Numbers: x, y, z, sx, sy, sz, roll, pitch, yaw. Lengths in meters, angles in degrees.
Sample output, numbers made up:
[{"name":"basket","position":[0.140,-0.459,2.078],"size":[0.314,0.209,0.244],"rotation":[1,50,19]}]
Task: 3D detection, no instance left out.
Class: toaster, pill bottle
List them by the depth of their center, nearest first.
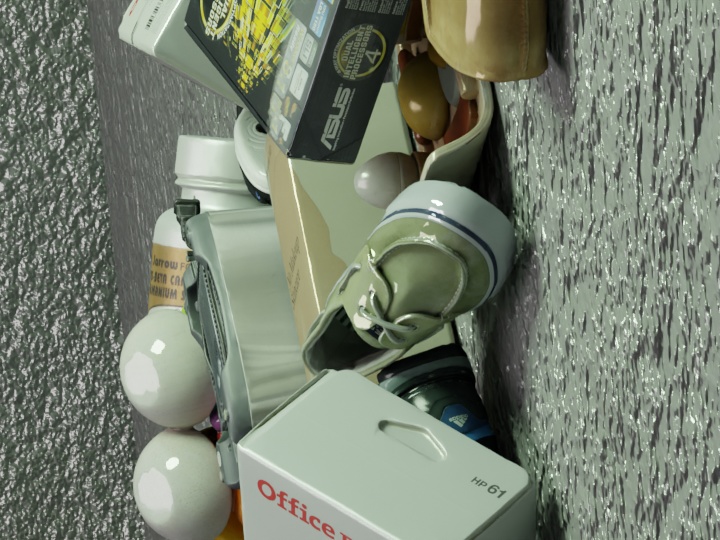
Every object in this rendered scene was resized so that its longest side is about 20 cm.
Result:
[{"name":"toaster","position":[-0.038,0.036,1.689],"size":[0.114,0.128,0.201],"rotation":[99,160,-56]},{"name":"pill bottle","position":[-0.100,0.002,2.015],"size":[0.114,0.113,0.202],"rotation":[-158,73,-78]}]

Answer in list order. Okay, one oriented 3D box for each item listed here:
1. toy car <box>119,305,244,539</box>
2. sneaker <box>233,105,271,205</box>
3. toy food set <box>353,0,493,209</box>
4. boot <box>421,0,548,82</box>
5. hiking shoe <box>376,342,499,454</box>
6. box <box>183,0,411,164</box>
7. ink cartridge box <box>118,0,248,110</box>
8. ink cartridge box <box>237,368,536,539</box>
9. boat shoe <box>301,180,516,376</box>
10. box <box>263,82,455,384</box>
[{"name":"toy car","position":[-0.063,0.099,1.879],"size":[0.149,0.174,0.202],"rotation":[5,105,44]},{"name":"sneaker","position":[-0.048,-0.076,1.856],"size":[0.201,0.072,0.113],"rotation":[-98,3,-56]},{"name":"toy food set","position":[0.018,-0.115,1.454],"size":[0.144,0.060,0.201],"rotation":[103,157,-64]},{"name":"boot","position":[0.040,-0.211,1.253],"size":[0.175,0.066,0.201],"rotation":[-114,18,-59]},{"name":"hiking shoe","position":[0.037,0.130,1.500],"size":[0.201,0.074,0.087],"rotation":[89,162,-54]},{"name":"box","position":[-0.021,-0.180,1.415],"size":[0.161,0.049,0.201],"rotation":[51,128,48]},{"name":"ink cartridge box","position":[-0.074,-0.184,1.679],"size":[0.147,0.083,0.200],"rotation":[-60,13,2]},{"name":"ink cartridge box","position":[0.015,0.172,1.430],"size":[0.144,0.085,0.201],"rotation":[27,136,32]},{"name":"boat shoe","position":[0.024,0.014,1.406],"size":[0.062,0.072,0.200],"rotation":[-56,3,-25]},{"name":"box","position":[0.000,0.000,1.592],"size":[0.095,0.077,0.201],"rotation":[103,157,-63]}]
